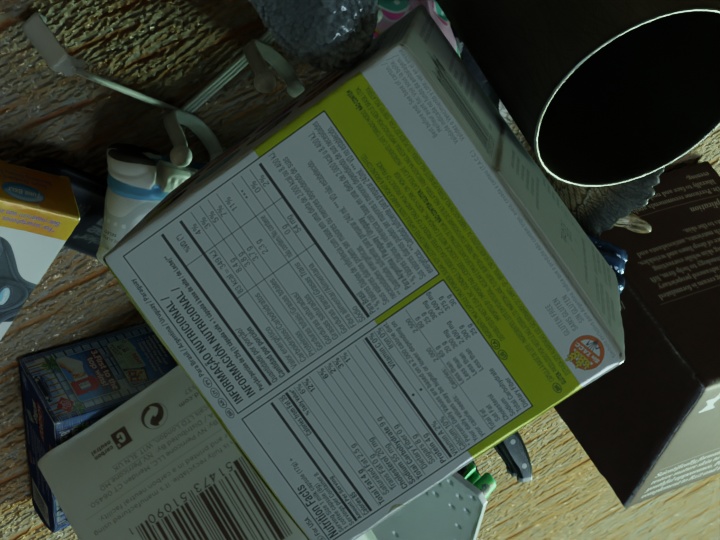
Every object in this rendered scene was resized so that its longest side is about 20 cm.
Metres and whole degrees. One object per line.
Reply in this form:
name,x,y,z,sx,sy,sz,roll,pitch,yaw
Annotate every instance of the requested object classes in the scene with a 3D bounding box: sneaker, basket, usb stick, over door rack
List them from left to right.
usb stick,-0.155,-0.029,1.421,0.055,0.033,0.200,-37,153,18
sneaker,-0.100,-0.024,1.413,0.199,0.075,0.087,9,101,-52
over door rack,-0.081,-0.136,1.296,0.148,0.067,0.200,-42,152,10
basket,0.112,-0.168,1.316,0.136,0.200,0.180,-48,151,22

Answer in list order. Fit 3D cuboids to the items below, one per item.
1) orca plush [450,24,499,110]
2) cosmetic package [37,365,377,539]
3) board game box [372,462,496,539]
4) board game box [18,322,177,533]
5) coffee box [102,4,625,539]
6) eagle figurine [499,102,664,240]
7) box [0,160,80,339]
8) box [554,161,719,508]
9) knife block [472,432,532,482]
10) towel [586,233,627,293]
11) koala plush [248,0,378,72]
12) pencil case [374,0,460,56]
orca plush,0.070,-0.081,1.488,0.071,0.105,0.201,-6,107,-34
cosmetic package,-0.090,0.181,1.544,0.164,0.165,0.200,-33,152,-3
board game box,0.012,0.159,1.732,0.026,0.200,0.200,-43,159,-30
board game box,-0.140,0.100,1.608,0.199,0.062,0.200,-24,150,-19
coffee box,0.008,0.000,1.225,0.197,0.200,0.200,-35,-174,11
eagle figurine,0.128,-0.082,1.560,0.151,0.152,0.200,-20,162,-6
box,-0.265,0.014,1.327,0.119,0.042,0.200,13,126,-35
box,0.247,0.049,1.808,0.165,0.200,0.165,-14,147,-33
knife block,0.063,0.073,1.666,0.064,0.176,0.200,-31,152,-9
towel,0.097,0.039,1.567,0.111,0.049,0.200,19,136,-15
koala plush,0.011,-0.233,1.186,0.177,0.184,0.200,-44,173,30
pencil case,0.043,-0.075,1.386,0.087,0.201,0.088,-16,160,-6
